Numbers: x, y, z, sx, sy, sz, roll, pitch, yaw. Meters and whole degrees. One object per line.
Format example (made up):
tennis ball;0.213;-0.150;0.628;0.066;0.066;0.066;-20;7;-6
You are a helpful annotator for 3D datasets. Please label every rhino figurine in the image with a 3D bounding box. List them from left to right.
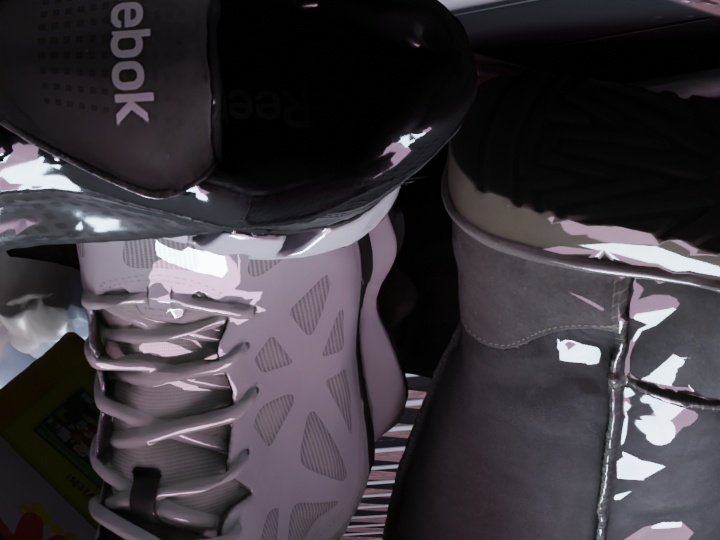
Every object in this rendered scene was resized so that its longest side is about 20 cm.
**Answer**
rhino figurine;0.000;0.000;0.816;0.198;0.060;0.087;1;168;-1

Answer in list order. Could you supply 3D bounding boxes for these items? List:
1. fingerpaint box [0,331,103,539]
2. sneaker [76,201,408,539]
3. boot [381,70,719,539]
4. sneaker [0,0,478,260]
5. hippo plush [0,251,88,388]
fingerpaint box;-0.060;0.136;0.784;0.073;0.200;0.167;-51;177;33
sneaker;-0.037;0.039;0.704;0.075;0.116;0.201;9;153;17
boot;0.091;0.047;0.740;0.181;0.073;0.201;18;136;15
sneaker;-0.065;-0.036;0.543;0.199;0.067;0.090;-2;170;-26
hippo plush;-0.070;0.073;0.952;0.158;0.162;0.200;-3;172;9
